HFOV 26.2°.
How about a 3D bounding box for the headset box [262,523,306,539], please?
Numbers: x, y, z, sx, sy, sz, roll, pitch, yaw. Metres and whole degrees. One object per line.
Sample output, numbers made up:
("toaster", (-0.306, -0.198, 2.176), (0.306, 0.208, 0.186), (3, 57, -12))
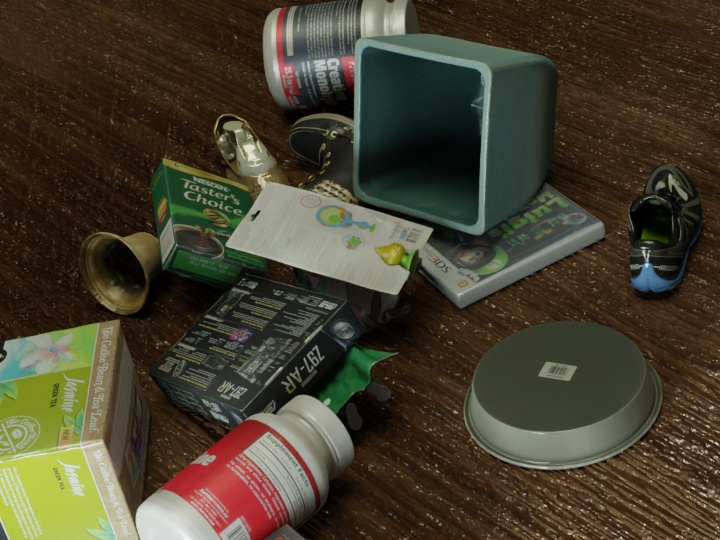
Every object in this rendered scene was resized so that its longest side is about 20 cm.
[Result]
("headset box", (-0.076, 0.315, 1.312), (0.199, 0.075, 0.148), (-31, 38, -24))

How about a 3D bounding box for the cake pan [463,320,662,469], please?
("cake pan", (0.198, 0.116, 1.537), (0.199, 0.037, 0.201), (-9, 34, 6))

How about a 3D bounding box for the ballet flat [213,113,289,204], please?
("ballet flat", (-0.149, -0.147, 2.005), (0.070, 0.066, 0.200), (-24, 36, -15))

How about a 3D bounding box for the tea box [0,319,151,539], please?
("tea box", (-0.322, 0.173, 1.547), (0.195, 0.134, 0.200), (-11, 34, 2))

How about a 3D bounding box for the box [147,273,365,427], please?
("box", (-0.112, 0.084, 1.614), (0.160, 0.044, 0.200), (-47, 31, -21))

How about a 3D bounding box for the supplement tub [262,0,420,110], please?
("supplement tub", (-0.023, -0.297, 2.111), (0.199, 0.141, 0.141), (-5, 35, 13))

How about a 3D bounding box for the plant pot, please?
("plant pot", (0.128, -0.179, 1.813), (0.196, 0.197, 0.199), (18, 27, 37))

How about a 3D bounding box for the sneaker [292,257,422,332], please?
("sneaker", (0.000, 0.000, 1.745), (0.139, 0.078, 0.200), (-17, 44, -8))

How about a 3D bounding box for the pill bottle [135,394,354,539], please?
("pill bottle", (-0.103, 0.206, 1.444), (0.112, 0.113, 0.200), (21, 47, 40))

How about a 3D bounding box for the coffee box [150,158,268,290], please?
("coffee box", (-0.183, -0.053, 1.846), (0.122, 0.044, 0.200), (18, 28, -22))

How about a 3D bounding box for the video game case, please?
("video game case", (0.152, -0.044, 1.795), (0.199, 0.023, 0.182), (-25, 36, -17))

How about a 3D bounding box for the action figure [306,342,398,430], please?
("action figure", (-0.044, 0.100, 1.616), (0.118, 0.055, 0.200), (-43, 34, -9))

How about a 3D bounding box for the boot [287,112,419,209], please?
("boot", (-0.039, -0.120, 1.926), (0.199, 0.074, 0.151), (21, 46, 28))

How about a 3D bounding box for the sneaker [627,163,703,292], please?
("sneaker", (0.334, -0.059, 1.700), (0.070, 0.083, 0.200), (1, 37, 20))

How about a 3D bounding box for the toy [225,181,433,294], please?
("toy", (-0.032, -0.024, 1.686), (0.199, 0.047, 0.115), (14, 44, 17))

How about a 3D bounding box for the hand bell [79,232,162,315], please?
("hand bell", (-0.235, -0.033, 1.877), (0.104, 0.105, 0.200), (11, 28, 31))
